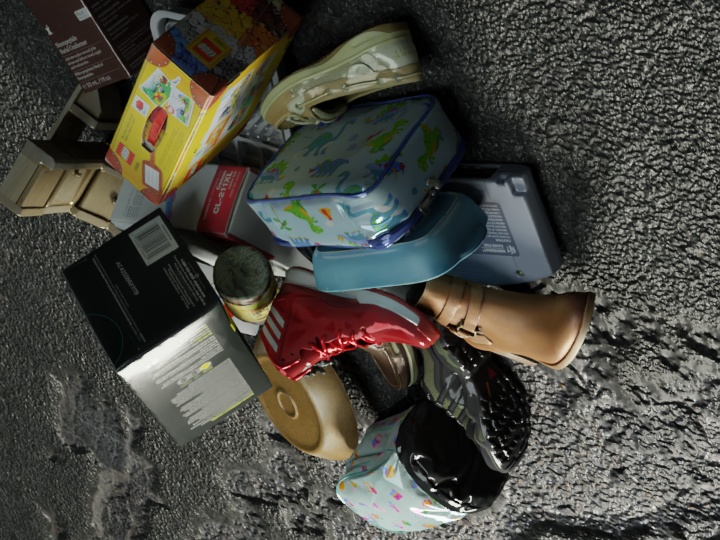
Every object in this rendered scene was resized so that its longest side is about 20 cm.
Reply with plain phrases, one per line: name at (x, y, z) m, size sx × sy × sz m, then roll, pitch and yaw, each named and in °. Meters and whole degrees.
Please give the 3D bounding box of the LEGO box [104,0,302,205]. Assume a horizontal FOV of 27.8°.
LEGO box at (-0.157, -0.178, 1.435) m, size 0.077 × 0.149 × 0.200 m, roll 41°, pitch 144°, yaw 3°

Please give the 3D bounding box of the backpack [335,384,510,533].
backpack at (0.061, 0.235, 1.738) m, size 0.167 × 0.127 × 0.200 m, roll 47°, pitch 148°, yaw -11°

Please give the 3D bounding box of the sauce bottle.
sauce bottle at (-0.120, 0.022, 1.587) m, size 0.065 × 0.065 × 0.200 m, roll 38°, pitch 173°, yaw 8°

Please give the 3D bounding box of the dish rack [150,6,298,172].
dish rack at (-0.135, -0.191, 1.563) m, size 0.171 × 0.044 × 0.201 m, roll 19°, pitch 138°, yaw 32°

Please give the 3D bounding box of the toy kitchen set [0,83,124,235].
toy kitchen set at (-0.277, -0.108, 1.699) m, size 0.180 × 0.200 × 0.164 m, roll 35°, pitch 103°, yaw 10°

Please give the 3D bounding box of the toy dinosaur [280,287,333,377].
toy dinosaur at (-0.050, 0.072, 1.657) m, size 0.047 × 0.089 × 0.200 m, roll -5°, pitch 164°, yaw 8°

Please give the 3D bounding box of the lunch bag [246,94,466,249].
lunch bag at (-0.002, -0.098, 1.431) m, size 0.199 × 0.161 × 0.083 m, roll -1°, pitch 135°, yaw 46°

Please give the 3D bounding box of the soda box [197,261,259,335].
soda box at (-0.199, 0.024, 1.735) m, size 0.068 × 0.064 × 0.200 m, roll 11°, pitch 174°, yaw 36°

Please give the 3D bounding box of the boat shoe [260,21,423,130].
boat shoe at (-0.021, -0.175, 1.420) m, size 0.200 × 0.073 × 0.063 m, roll -25°, pitch 84°, yaw 39°

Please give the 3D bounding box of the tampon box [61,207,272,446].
tampon box at (-0.204, 0.064, 1.558) m, size 0.150 × 0.126 × 0.200 m, roll 54°, pitch 174°, yaw 31°

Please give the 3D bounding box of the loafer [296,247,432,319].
loafer at (0.000, 0.000, 1.554) m, size 0.200 × 0.068 × 0.070 m, roll 38°, pitch -179°, yaw -15°

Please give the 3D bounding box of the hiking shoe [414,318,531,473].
hiking shoe at (0.121, 0.135, 1.636) m, size 0.100 × 0.076 × 0.201 m, roll -1°, pitch 117°, yaw 55°

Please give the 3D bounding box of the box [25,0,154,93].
box at (-0.308, -0.302, 1.594) m, size 0.100 × 0.075 × 0.200 m, roll -9°, pitch 118°, yaw 49°

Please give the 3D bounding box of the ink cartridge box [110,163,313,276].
ink cartridge box at (-0.158, -0.059, 1.627) m, size 0.199 × 0.083 × 0.146 m, roll 9°, pitch 167°, yaw 42°

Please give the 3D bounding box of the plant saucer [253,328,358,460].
plant saucer at (-0.080, 0.160, 1.835) m, size 0.200 × 0.035 × 0.201 m, roll 37°, pitch 144°, yaw 34°

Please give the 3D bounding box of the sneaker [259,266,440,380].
sneaker at (-0.018, 0.076, 1.504) m, size 0.199 × 0.116 × 0.078 m, roll 16°, pitch 161°, yaw 39°

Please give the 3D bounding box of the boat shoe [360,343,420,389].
boat shoe at (0.001, 0.059, 1.648) m, size 0.075 × 0.075 × 0.203 m, roll 19°, pitch 138°, yaw 56°

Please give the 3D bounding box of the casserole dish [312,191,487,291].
casserole dish at (0.032, -0.033, 1.428) m, size 0.199 × 0.121 × 0.039 m, roll -7°, pitch 122°, yaw 41°

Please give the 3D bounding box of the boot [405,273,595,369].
boot at (0.136, 0.040, 1.453) m, size 0.154 × 0.074 × 0.200 m, roll 25°, pitch 159°, yaw -11°

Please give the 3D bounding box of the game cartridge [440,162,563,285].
game cartridge at (0.108, -0.047, 1.481) m, size 0.199 × 0.041 × 0.134 m, roll 5°, pitch 126°, yaw 41°
